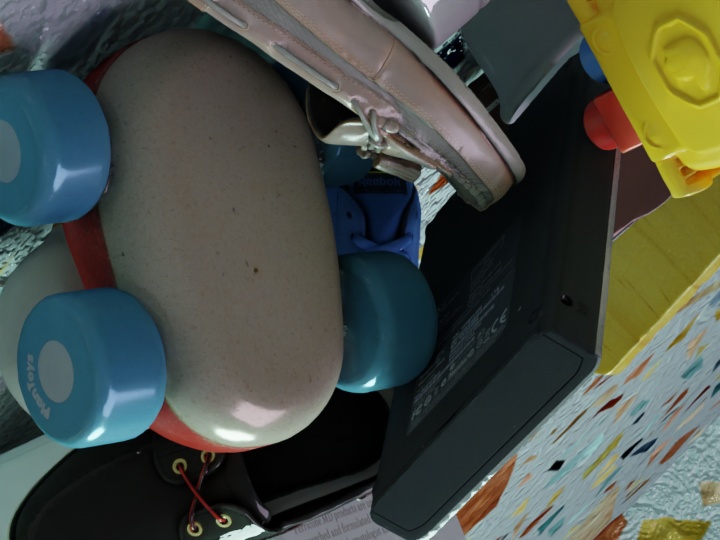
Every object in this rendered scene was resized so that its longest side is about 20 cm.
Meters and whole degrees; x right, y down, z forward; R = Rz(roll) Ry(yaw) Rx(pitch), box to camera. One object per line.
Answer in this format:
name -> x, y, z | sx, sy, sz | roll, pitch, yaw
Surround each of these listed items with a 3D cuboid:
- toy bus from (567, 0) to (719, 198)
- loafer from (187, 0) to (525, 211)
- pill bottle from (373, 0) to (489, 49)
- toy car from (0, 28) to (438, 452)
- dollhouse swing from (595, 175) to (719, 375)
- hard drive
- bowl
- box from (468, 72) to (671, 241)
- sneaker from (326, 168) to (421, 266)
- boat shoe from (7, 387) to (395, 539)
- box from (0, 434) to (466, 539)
toy bus -> 0.179, -0.114, 0.900 | 0.200, 0.136, 0.192 | -33, -176, -36
loafer -> -0.013, -0.085, 0.891 | 0.063, 0.072, 0.200 | -49, 120, -6
pill bottle -> 0.074, -0.189, 0.909 | 0.200, 0.120, 0.120 | -42, 163, -9
toy car -> -0.106, 0.003, 0.959 | 0.184, 0.178, 0.200 | -9, 172, -42
dollhouse swing -> 0.195, -0.039, 1.486 | 0.200, 0.182, 0.175 | -49, 153, 23
hard drive -> 0.063, 0.007, 0.969 | 0.140, 0.033, 0.201 | -50, -163, 38
bowl -> 0.109, -0.172, 1.050 | 0.201, 0.090, 0.201 | -46, 176, -4
box -> 0.118, -0.080, 1.189 | 0.100, 0.075, 0.200 | -40, -164, 2
sneaker -> 0.000, 0.000, 1.094 | 0.066, 0.201, 0.079 | 5, 150, -19
boat shoe -> -0.066, 0.092, 1.004 | 0.200, 0.074, 0.063 | -19, 179, -15
box -> -0.078, 0.149, 1.161 | 0.198, 0.172, 0.200 | -25, 173, 25
